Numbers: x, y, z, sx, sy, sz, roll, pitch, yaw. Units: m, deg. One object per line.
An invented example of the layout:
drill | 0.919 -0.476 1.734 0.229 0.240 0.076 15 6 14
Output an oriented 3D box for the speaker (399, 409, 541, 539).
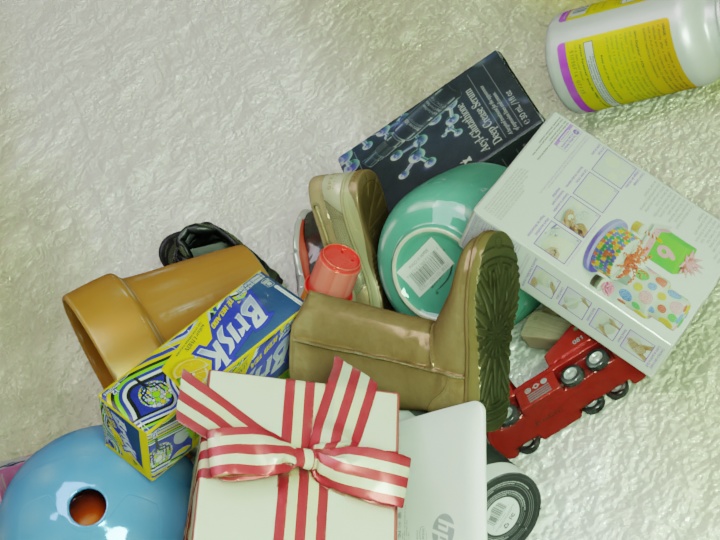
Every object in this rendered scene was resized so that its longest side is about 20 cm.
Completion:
speaker | 0.067 0.164 1.460 0.081 0.081 0.200 -43 36 -7

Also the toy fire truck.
toy fire truck | 0.182 0.063 1.494 0.199 0.049 0.141 -33 36 10

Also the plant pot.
plant pot | -0.168 0.070 1.686 0.183 0.201 0.200 -29 34 -13

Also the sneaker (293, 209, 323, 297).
sneaker | -0.025 0.011 1.731 0.081 0.077 0.201 -6 41 -2

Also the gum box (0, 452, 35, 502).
gum box | -0.394 0.239 1.740 0.199 0.067 0.113 -16 2 29

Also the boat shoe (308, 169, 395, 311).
boat shoe | 0.000 0.000 1.600 0.064 0.201 0.071 -2 23 26

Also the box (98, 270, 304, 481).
box | -0.133 0.089 1.489 0.064 0.070 0.200 33 54 26

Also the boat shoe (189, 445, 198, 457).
boat shoe | -0.122 0.155 1.556 0.060 0.200 0.072 -51 -3 -14

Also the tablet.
tablet | 0.058 0.213 1.374 0.130 0.014 0.202 -22 62 50

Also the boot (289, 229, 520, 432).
boot | 0.031 0.042 1.439 0.199 0.066 0.177 10 100 35

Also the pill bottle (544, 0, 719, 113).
pill bottle | 0.287 -0.222 1.661 0.199 0.104 0.105 -10 44 33

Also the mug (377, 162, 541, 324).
mug | 0.092 0.005 1.537 0.151 0.186 0.114 5 17 28

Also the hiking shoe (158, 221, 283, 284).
hiking shoe | -0.165 -0.023 1.842 0.199 0.101 0.076 19 64 49

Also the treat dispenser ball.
treat dispenser ball | -0.226 0.240 1.528 0.200 0.201 0.202 -23 39 20

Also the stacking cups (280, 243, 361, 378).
stacking cups | -0.049 0.065 1.580 0.061 0.060 0.201 -95 20 -49

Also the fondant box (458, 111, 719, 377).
fondant box | 0.204 -0.025 1.441 0.199 0.058 0.144 34 55 11

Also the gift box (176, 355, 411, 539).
gift box | -0.066 0.180 1.395 0.183 0.187 0.201 4 54 -10

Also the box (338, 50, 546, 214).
box | 0.099 -0.095 1.686 0.199 0.107 0.149 -34 37 7
